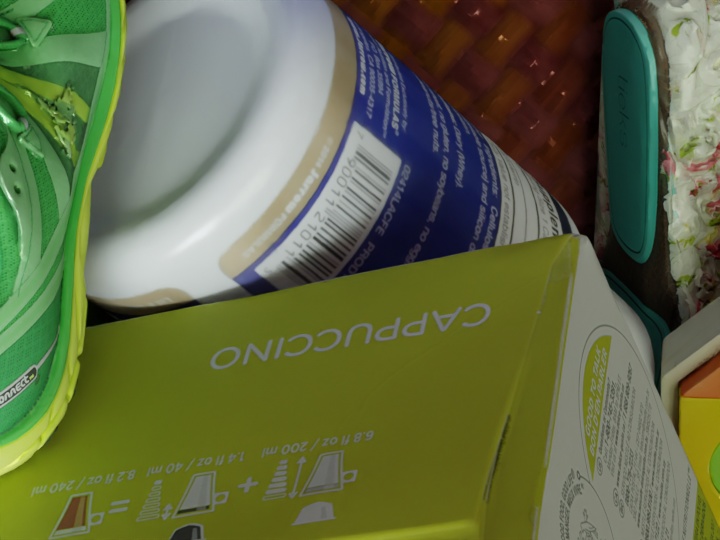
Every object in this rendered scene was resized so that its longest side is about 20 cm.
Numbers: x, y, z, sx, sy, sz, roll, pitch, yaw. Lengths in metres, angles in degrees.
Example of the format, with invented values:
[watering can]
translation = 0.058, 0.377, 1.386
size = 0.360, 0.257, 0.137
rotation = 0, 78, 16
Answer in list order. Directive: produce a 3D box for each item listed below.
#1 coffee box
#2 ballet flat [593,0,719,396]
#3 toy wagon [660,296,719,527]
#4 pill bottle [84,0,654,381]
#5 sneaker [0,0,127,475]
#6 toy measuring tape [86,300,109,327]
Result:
[coffee box]
translation = -0.007, 0.138, 0.823
size = 0.199, 0.200, 0.198
rotation = -11, 128, 22
[ballet flat]
translation = 0.112, -0.005, 1.008
size = 0.064, 0.076, 0.200
rotation = -9, 123, -21
[toy wagon]
translation = 0.198, 0.054, 0.967
size = 0.200, 0.040, 0.155
rotation = 2, 125, 8
[pill bottle]
translation = 0.000, 0.000, 0.930
size = 0.116, 0.116, 0.200
rotation = -47, 129, 5
[sneaker]
translation = -0.109, -0.044, 0.819
size = 0.074, 0.200, 0.084
rotation = -8, 159, 14
[toy measuring tape]
translation = -0.112, 0.065, 0.950
size = 0.073, 0.074, 0.200
rotation = -8, 129, -21
